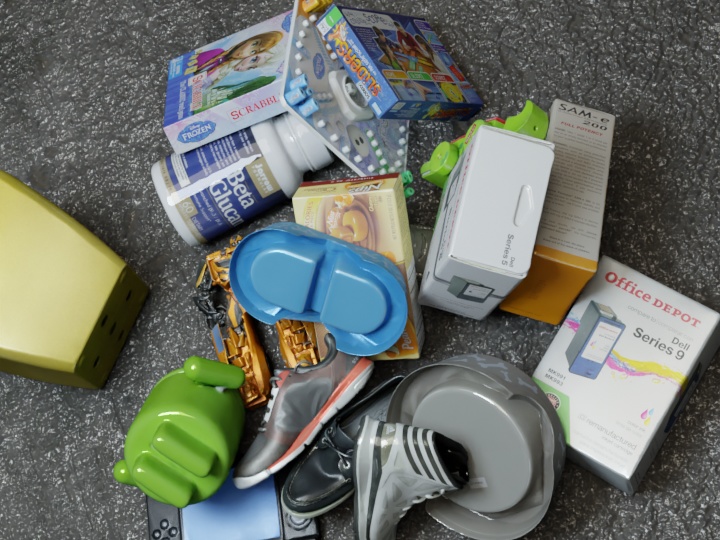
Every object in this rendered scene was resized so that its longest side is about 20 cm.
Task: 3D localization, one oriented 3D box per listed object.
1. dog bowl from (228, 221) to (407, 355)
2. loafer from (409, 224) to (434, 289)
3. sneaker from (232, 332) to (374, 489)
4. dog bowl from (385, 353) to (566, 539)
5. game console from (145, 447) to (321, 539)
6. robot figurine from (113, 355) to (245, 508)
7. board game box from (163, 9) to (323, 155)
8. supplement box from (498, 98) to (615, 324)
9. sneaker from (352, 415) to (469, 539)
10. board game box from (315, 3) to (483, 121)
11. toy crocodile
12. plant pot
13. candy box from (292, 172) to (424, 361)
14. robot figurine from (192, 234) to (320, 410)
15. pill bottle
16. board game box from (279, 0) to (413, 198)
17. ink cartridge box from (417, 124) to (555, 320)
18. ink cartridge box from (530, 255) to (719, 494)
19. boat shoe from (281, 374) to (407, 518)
[{"bbox_3d":[-0.041,0.014,1.479,0.198,0.050,0.112,20,117,5],"label":"dog bowl"},{"bbox_3d":[0.056,-0.018,1.566,0.198,0.070,0.071,0,72,11],"label":"loafer"},{"bbox_3d":[-0.077,0.149,1.505,0.082,0.077,0.200,45,79,-3],"label":"sneaker"},{"bbox_3d":[0.123,0.178,1.435,0.199,0.059,0.202,17,120,30],"label":"dog bowl"},{"bbox_3d":[-0.151,0.279,1.496,0.198,0.116,0.178,-11,70,10],"label":"game console"},{"bbox_3d":[-0.187,0.177,1.499,0.115,0.200,0.176,31,108,-6],"label":"robot figurine"},{"bbox_3d":[-0.135,-0.232,1.647,0.198,0.041,0.201,-21,31,6],"label":"board game box"},{"bbox_3d":[0.211,-0.062,1.482,0.073,0.126,0.202,15,60,-4],"label":"supplement box"},{"bbox_3d":[0.054,0.233,1.425,0.114,0.202,0.076,7,46,9],"label":"sneaker"},{"bbox_3d":[0.048,-0.232,1.569,0.034,0.199,0.136,-41,72,28],"label":"board game box"},{"bbox_3d":[0.133,-0.133,1.535,0.067,0.200,0.062,24,68,-21],"label":"toy crocodile"},{"bbox_3d":[-0.361,0.032,1.602,0.175,0.200,0.202,23,78,9],"label":"plant pot"},{"bbox_3d":[0.000,0.000,1.522,0.114,0.055,0.202,-4,113,14],"label":"candy box"},{"bbox_3d":[-0.115,0.048,1.589,0.144,0.058,0.202,-22,74,5],"label":"robot figurine"},{"bbox_3d":[-0.136,-0.120,1.630,0.199,0.111,0.112,-27,67,4],"label":"pill bottle"},{"bbox_3d":[-0.005,-0.200,1.550,0.026,0.200,0.201,-28,38,31],"label":"board game box"},{"bbox_3d":[0.128,-0.045,1.445,0.083,0.200,0.147,15,74,-3],"label":"ink cartridge box"},{"bbox_3d":[0.272,0.108,1.460,0.145,0.088,0.201,29,79,22],"label":"ink cartridge box"},{"bbox_3d":[-0.008,0.183,1.488,0.199,0.066,0.075,-34,61,-19],"label":"boat shoe"}]
